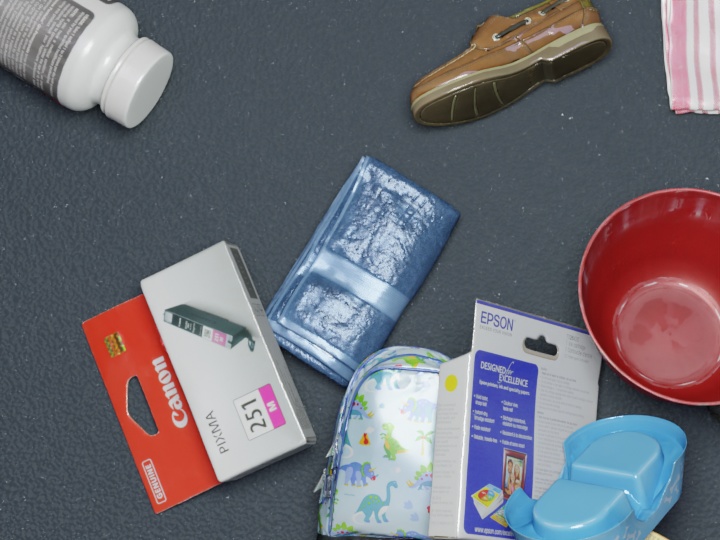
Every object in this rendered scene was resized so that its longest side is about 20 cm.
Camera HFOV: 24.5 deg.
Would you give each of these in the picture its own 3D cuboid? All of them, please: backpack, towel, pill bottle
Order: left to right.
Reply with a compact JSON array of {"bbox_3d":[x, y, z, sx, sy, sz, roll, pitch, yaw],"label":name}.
[{"bbox_3d":[-0.279,-0.219,1.558,0.199,0.111,0.111,32,83,8],"label":"pill bottle"},{"bbox_3d":[0.000,0.000,1.540,0.111,0.049,0.201,32,83,6],"label":"towel"},{"bbox_3d":[0.042,0.168,1.475,0.162,0.154,0.201,7,68,10],"label":"backpack"},{"bbox_3d":[0.386,-0.224,1.568,0.198,0.030,0.148,-2,81,2],"label":"towel"}]

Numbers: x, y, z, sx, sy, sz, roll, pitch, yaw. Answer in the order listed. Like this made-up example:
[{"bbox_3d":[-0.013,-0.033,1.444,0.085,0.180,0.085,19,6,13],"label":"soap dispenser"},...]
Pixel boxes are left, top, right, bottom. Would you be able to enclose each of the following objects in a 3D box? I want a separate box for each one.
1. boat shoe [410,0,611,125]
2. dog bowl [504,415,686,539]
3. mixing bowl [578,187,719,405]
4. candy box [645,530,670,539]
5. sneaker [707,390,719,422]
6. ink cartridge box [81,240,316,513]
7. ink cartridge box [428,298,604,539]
[{"bbox_3d":[0.132,-0.199,1.556,0.199,0.072,0.068,-21,69,-7],"label":"boat shoe"},{"bbox_3d":[0.204,0.193,1.406,0.111,0.200,0.050,5,120,38],"label":"dog bowl"},{"bbox_3d":[0.287,0.039,1.480,0.198,0.109,0.202,0,69,-1],"label":"mixing bowl"},{"bbox_3d":[0.315,0.290,1.443,0.199,0.117,0.057,28,83,6],"label":"candy box"},{"bbox_3d":[0.374,0.195,1.479,0.091,0.078,0.200,-44,80,-1],"label":"sneaker"},{"bbox_3d":[-0.156,0.099,1.515,0.173,0.044,0.201,-25,80,11],"label":"ink cartridge box"},{"bbox_3d":[0.138,0.141,1.447,0.047,0.197,0.202,-6,75,41],"label":"ink cartridge box"}]
